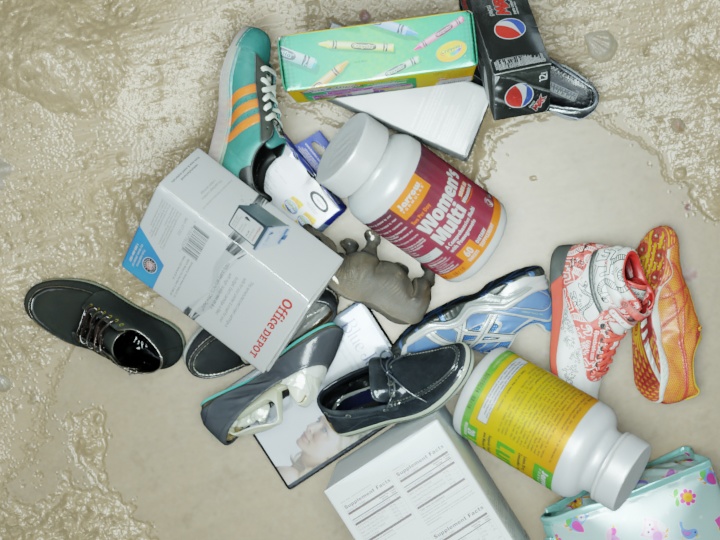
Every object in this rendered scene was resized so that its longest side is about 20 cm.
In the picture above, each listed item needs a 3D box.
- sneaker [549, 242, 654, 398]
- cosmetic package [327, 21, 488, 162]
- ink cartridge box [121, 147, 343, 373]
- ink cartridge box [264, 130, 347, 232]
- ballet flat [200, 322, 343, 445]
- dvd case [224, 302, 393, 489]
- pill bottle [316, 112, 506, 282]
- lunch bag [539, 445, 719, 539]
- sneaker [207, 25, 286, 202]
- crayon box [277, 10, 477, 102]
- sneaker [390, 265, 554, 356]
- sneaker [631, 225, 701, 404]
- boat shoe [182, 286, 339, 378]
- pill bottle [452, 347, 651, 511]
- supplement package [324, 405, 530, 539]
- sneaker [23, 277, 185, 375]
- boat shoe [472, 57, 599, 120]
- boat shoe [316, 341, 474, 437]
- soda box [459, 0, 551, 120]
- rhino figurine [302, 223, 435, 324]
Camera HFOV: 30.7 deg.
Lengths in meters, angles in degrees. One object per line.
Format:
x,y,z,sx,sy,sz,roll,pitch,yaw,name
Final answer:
0.273,0.070,1.470,0.107,0.067,0.203,-1,93,39,sneaker
0.044,-0.200,1.474,0.199,0.107,0.091,21,94,4,cosmetic package
-0.139,-0.008,1.400,0.199,0.086,0.147,36,136,1,ink cartridge box
-0.110,-0.077,1.506,0.200,0.076,0.137,-40,89,7,ink cartridge box
-0.092,0.138,1.501,0.199,0.073,0.073,-32,91,11,ballet flat
-0.041,0.146,1.544,0.199,0.018,0.143,-33,90,5,dvd case
0.056,-0.081,1.447,0.199,0.110,0.110,34,95,-21,pill bottle
0.319,0.315,1.479,0.199,0.122,0.171,-22,93,-1,lunch bag
-0.112,-0.165,1.434,0.079,0.071,0.202,9,88,19,sneaker
0.020,-0.220,1.363,0.198,0.119,0.059,-7,91,3,crayon box
0.130,0.067,1.498,0.199,0.076,0.078,-24,96,7,sneaker
0.349,0.050,1.495,0.077,0.073,0.202,-1,91,-26,sneaker
-0.115,0.074,1.516,0.199,0.060,0.074,-24,116,4,boat shoe
0.211,0.177,1.435,0.199,0.111,0.112,29,96,24,pill bottle
0.080,0.277,1.476,0.150,0.152,0.201,-33,91,6,supplement package
-0.304,0.061,1.513,0.199,0.106,0.075,18,95,3,sneaker
0.176,-0.223,1.481,0.199,0.068,0.072,25,95,2,boat shoe
0.036,0.128,1.465,0.199,0.075,0.062,-24,133,26,boat shoe
0.154,-0.257,1.421,0.063,0.071,0.201,-9,49,-1,soda box
0.000,0.000,1.464,0.199,0.060,0.088,24,51,-27,rhino figurine
